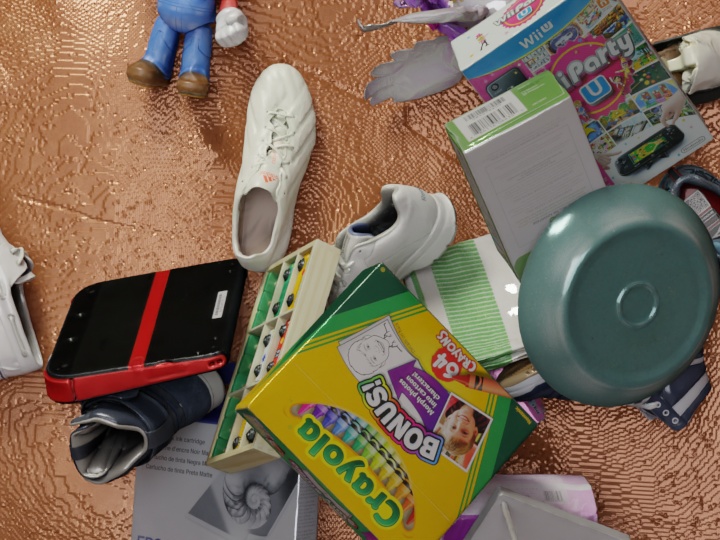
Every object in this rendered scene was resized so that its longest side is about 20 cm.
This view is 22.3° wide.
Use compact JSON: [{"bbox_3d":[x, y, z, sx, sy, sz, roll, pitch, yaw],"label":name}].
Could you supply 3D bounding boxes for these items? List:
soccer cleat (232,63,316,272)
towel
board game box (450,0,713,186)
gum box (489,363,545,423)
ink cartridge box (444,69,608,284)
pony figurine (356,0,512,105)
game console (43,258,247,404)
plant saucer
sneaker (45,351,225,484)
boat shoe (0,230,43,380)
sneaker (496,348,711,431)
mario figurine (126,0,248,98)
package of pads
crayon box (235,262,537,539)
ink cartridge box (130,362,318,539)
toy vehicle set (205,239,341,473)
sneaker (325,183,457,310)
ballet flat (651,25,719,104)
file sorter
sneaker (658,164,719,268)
[{"bbox_3d":[-0.084,-0.098,1.730,0.069,0.078,0.201,7,89,10],"label":"soccer cleat"},{"bbox_3d":[0.145,0.017,1.666,0.199,0.023,0.153,-18,50,0],"label":"towel"},{"bbox_3d":[0.196,-0.159,1.612,0.147,0.064,0.200,-33,119,15],"label":"board game box"},{"bbox_3d":[0.066,0.141,1.704,0.199,0.066,0.114,-34,83,6],"label":"gum box"},{"bbox_3d":[0.159,-0.062,1.590,0.103,0.059,0.201,-28,123,-1],"label":"ink cartridge box"},{"bbox_3d":[0.091,-0.242,1.684,0.192,0.167,0.201,-6,72,1],"label":"pony figurine"},{"bbox_3d":[-0.196,0.055,1.692,0.176,0.200,0.031,-9,116,6],"label":"game console"},{"bbox_3d":[0.233,0.026,1.578,0.199,0.036,0.201,-5,105,-19],"label":"plant saucer"},{"bbox_3d":[-0.247,0.126,1.692,0.201,0.146,0.077,5,121,34],"label":"sneaker"},{"bbox_3d":[-0.350,0.004,1.780,0.065,0.074,0.201,-9,97,4],"label":"boat shoe"},{"bbox_3d":[0.227,0.107,1.654,0.199,0.070,0.109,-21,102,-10],"label":"sneaker"},{"bbox_3d":[-0.171,-0.270,1.733,0.123,0.106,0.201,7,98,-25],"label":"mario figurine"},{"bbox_3d":[0.109,0.246,1.649,0.199,0.076,0.121,1,117,-7],"label":"package of pads"},{"bbox_3d":[0.023,0.126,1.559,0.200,0.058,0.173,45,72,-7],"label":"crayon box"},{"bbox_3d":[-0.126,0.187,1.712,0.199,0.041,0.201,2,87,33],"label":"ink cartridge box"},{"bbox_3d":[-0.079,0.079,1.640,0.026,0.124,0.201,23,68,-18],"label":"toy vehicle set"},{"bbox_3d":[0.000,0.000,1.669,0.200,0.087,0.075,-56,43,9],"label":"sneaker"},{"bbox_3d":[0.285,-0.182,1.678,0.199,0.068,0.068,-15,85,8],"label":"ballet flat"},{"bbox_3d":[0.139,0.319,1.577,0.138,0.125,0.201,22,114,-18],"label":"file sorter"},{"bbox_3d":[0.341,-0.013,1.650,0.200,0.096,0.079,45,96,8],"label":"sneaker"}]
